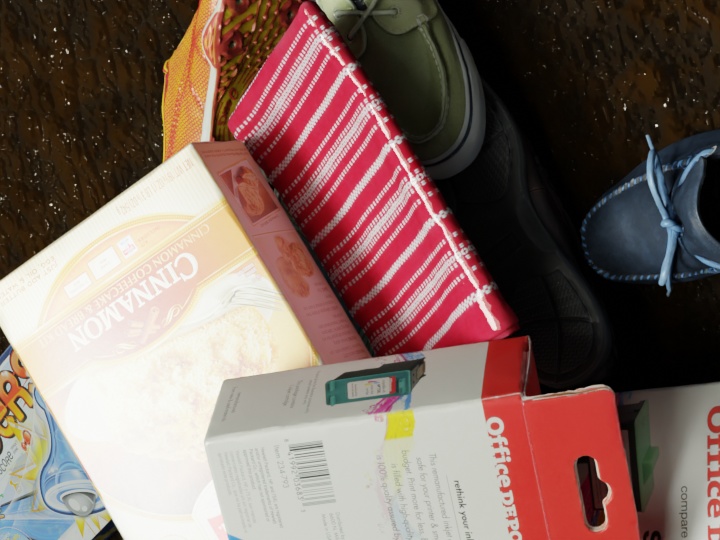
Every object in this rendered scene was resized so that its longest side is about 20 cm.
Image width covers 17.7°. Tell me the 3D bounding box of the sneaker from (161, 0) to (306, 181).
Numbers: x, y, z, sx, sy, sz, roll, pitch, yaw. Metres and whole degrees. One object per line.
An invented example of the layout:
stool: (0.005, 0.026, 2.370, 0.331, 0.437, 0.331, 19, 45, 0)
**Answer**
sneaker: (-0.084, -0.123, 1.339, 0.077, 0.073, 0.201, 39, 125, 36)

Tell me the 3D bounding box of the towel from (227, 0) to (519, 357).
towel: (0.003, -0.028, 1.207, 0.200, 0.022, 0.145, 58, 154, 7)

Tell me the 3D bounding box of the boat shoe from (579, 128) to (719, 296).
boat shoe: (0.180, -0.040, 1.143, 0.200, 0.069, 0.084, -27, 87, 43)

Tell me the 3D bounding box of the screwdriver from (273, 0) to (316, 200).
screwdriver: (-0.036, -0.081, 1.345, 0.028, 0.029, 0.201, 33, 128, 26)

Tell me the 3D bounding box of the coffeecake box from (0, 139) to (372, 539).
coffeecake box: (-0.084, 0.055, 1.244, 0.153, 0.073, 0.200, -34, 83, 19)

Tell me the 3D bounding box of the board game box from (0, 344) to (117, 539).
board game box: (-0.212, 0.127, 1.559, 0.136, 0.034, 0.200, 54, 131, 12)

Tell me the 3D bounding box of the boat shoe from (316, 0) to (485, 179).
boat shoe: (0.003, -0.139, 1.228, 0.072, 0.062, 0.201, -31, 70, 15)

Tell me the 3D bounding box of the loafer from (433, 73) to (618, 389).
loafer: (0.079, -0.023, 1.241, 0.072, 0.063, 0.201, -32, 70, 16)

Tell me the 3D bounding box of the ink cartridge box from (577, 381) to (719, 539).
ink cartridge box: (0.144, 0.139, 1.196, 0.199, 0.084, 0.145, -10, 73, 42)

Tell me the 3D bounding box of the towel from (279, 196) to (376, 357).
towel: (0.000, 0.000, 1.286, 0.147, 0.022, 0.200, 51, 154, 20)

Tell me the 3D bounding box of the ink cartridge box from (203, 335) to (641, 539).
ink cartridge box: (0.035, 0.104, 1.135, 0.199, 0.067, 0.117, -8, 113, 10)
